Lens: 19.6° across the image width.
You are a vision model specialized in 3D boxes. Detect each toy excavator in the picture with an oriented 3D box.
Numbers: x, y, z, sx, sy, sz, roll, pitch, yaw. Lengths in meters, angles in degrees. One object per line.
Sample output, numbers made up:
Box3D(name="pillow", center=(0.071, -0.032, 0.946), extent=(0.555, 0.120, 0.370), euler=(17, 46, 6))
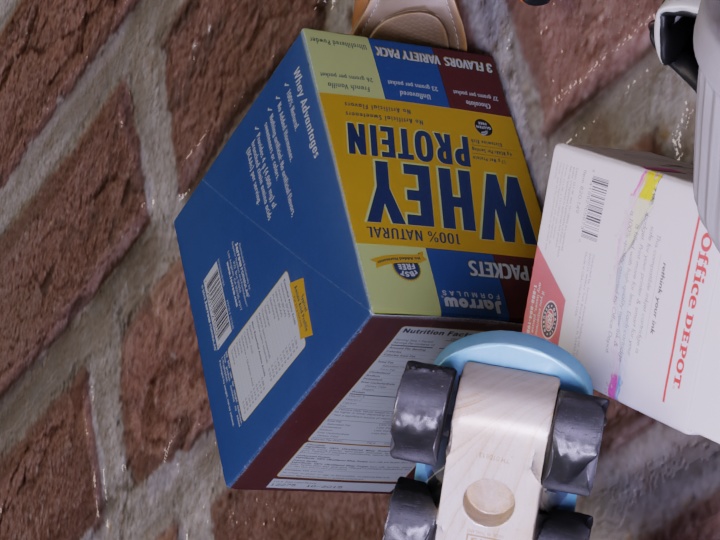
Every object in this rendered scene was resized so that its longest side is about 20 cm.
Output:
Box3D(name="toy excavator", center=(0.074, 0.105, 1.076), extent=(0.200, 0.100, 0.195), euler=(-62, -19, -65))

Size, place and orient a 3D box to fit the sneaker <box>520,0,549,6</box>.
Box3D(name="sneaker", center=(0.122, -0.236, 1.149), extent=(0.090, 0.070, 0.200), euler=(57, 136, 27))

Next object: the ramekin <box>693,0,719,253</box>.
Box3D(name="ramekin", center=(0.222, -0.047, 0.812), extent=(0.202, 0.202, 0.094), euler=(-126, 36, -49))

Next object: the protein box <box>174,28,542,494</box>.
Box3D(name="protein box", center=(0.000, 0.000, 1.249), extent=(0.200, 0.135, 0.199), euler=(-51, 44, 45))

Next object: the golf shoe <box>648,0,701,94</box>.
Box3D(name="golf shoe", center=(0.179, -0.140, 0.995), extent=(0.078, 0.094, 0.200), euler=(-55, 40, 44))

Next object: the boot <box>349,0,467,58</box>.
Box3D(name="boot", center=(0.028, -0.210, 1.286), extent=(0.200, 0.077, 0.155), euler=(73, -162, -47))

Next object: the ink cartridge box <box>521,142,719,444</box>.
Box3D(name="ink cartridge box", center=(0.164, 0.012, 1.025), extent=(0.200, 0.067, 0.117), euler=(27, 110, 60))
